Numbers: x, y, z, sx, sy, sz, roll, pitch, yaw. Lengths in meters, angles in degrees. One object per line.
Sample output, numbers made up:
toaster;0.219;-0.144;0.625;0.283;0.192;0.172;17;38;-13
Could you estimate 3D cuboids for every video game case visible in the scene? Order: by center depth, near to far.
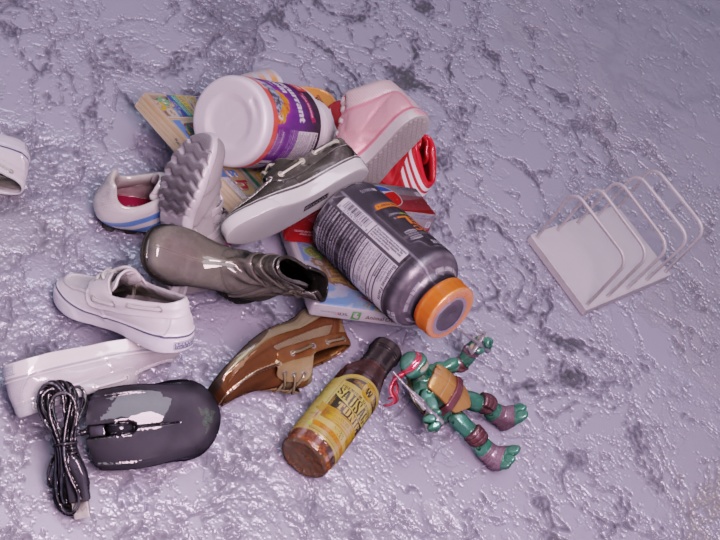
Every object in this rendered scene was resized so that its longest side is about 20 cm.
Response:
video game case;0.000;0.000;1.347;0.181;0.022;0.200;9;32;-23

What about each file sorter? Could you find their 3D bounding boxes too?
file sorter;0.375;-0.050;1.556;0.199;0.125;0.139;-18;65;-36

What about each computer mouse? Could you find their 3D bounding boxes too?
computer mouse;-0.222;0.166;1.106;0.199;0.053;0.139;-8;88;-38

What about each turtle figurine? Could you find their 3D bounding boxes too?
turtle figurine;0.112;0.144;1.278;0.200;0.101;0.150;42;62;-21

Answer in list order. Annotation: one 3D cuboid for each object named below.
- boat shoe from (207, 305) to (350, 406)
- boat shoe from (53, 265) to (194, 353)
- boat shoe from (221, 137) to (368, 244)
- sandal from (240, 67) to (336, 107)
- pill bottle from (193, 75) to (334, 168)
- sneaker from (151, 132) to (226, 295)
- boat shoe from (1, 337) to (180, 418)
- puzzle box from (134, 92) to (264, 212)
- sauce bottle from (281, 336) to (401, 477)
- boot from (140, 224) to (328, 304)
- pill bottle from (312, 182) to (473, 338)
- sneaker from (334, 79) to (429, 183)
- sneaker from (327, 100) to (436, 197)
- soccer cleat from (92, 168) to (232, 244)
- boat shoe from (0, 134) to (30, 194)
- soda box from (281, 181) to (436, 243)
boat shoe;-0.084;0.103;1.238;0.200;0.076;0.074;-32;77;-40
boat shoe;-0.254;0.027;1.161;0.199;0.066;0.073;16;25;29
boat shoe;-0.086;-0.095;1.259;0.200;0.071;0.064;-29;73;-29
sandal;-0.115;-0.251;1.500;0.206;0.059;0.079;-11;54;-37
pill bottle;-0.114;-0.186;1.380;0.112;0.111;0.200;49;22;15
sneaker;-0.188;-0.065;1.257;0.082;0.201;0.075;-1;25;-44
boat shoe;-0.276;0.112;1.142;0.199;0.072;0.069;-9;87;-45
puzzle box;-0.184;-0.150;1.380;0.200;0.025;0.133;48;22;13
sauce bottle;-0.015;0.150;1.241;0.066;0.066;0.200;36;48;3
boot;-0.131;-0.008;1.182;0.200;0.130;0.068;22;70;-51
pill bottle;0.041;-0.008;1.256;0.106;0.107;0.200;-19;49;-36
sneaker;-0.008;-0.168;1.423;0.105;0.200;0.075;56;18;26
sneaker;0.039;-0.178;1.481;0.078;0.116;0.200;-15;67;-54
soccer cleat;-0.219;-0.077;1.299;0.199;0.086;0.070;5;53;-24
boat shoe;-0.474;-0.130;1.220;0.199;0.074;0.067;5;50;-25
soda box;-0.009;-0.072;1.377;0.199;0.064;0.070;4;34;-28
